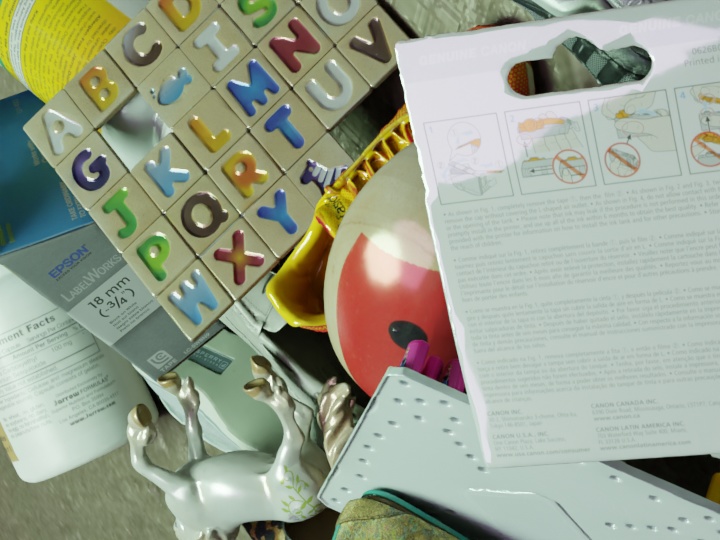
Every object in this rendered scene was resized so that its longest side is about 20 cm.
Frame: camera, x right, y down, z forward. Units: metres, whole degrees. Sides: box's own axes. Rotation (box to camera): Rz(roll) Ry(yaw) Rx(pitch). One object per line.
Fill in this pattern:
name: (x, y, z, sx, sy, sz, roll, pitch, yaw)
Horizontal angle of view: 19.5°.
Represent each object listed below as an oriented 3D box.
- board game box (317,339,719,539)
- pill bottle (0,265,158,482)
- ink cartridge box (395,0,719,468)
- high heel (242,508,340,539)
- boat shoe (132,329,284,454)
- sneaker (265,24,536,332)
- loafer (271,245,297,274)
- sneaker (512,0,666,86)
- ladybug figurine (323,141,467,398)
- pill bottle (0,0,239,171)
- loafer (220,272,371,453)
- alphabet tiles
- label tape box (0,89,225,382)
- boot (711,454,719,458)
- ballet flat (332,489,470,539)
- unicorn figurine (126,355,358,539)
board game box: (0.089, 0.117, 1.068, 0.200, 0.026, 0.200, 24, 154, -1)
pill bottle: (-0.239, 0.044, 1.544, 0.114, 0.114, 0.200, -16, 99, 59)
ink cartridge box: (0.112, -0.017, 0.899, 0.162, 0.050, 0.200, -6, 105, 23)
high heel: (-0.006, 0.138, 1.300, 0.200, 0.071, 0.143, 21, 138, 28)
boat shoe: (-0.075, 0.089, 1.391, 0.201, 0.070, 0.072, 28, 155, 42)
sneaker: (0.023, -0.040, 1.081, 0.073, 0.077, 0.200, 47, 120, 27)
loafer: (0.000, 0.000, 1.195, 0.200, 0.067, 0.076, 21, 130, 48)
sneaker: (0.120, -0.089, 0.936, 0.200, 0.075, 0.114, 29, 133, 40)
ladybug figurine: (0.052, 0.016, 1.057, 0.200, 0.136, 0.072, 90, 164, -47)
pill bottle: (-0.129, -0.123, 1.251, 0.200, 0.113, 0.113, 38, 141, 34)
loafer: (-0.045, 0.023, 1.287, 0.200, 0.070, 0.070, 53, 144, 2)
alphabet tiles: (-0.071, -0.088, 1.152, 0.167, 0.200, 0.008, 50, -170, 20)
label tape box: (-0.181, -0.039, 1.301, 0.200, 0.063, 0.144, 42, -164, -43)
boot: (0.178, 0.059, 0.990, 0.200, 0.074, 0.096, 38, 165, 25)
ballet flat: (0.074, 0.183, 1.101, 0.200, 0.071, 0.071, 25, 145, -4)
unicorn figurine: (-0.081, 0.124, 1.282, 0.200, 0.074, 0.138, -1, 121, 40)
